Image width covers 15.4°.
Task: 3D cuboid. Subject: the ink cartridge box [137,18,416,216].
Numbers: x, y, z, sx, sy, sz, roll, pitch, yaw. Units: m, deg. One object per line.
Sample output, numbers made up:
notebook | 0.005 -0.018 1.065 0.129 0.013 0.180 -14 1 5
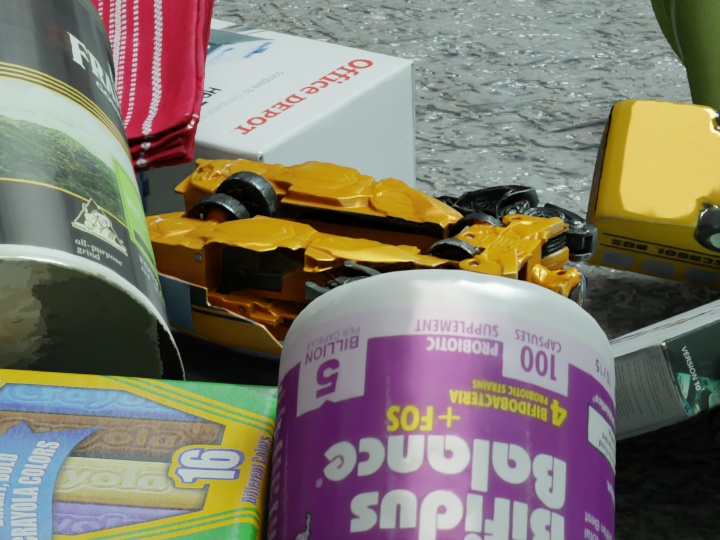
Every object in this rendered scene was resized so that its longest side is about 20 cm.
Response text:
ink cartridge box | -0.092 -0.063 1.315 0.199 0.086 0.146 13 28 28

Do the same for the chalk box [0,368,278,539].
chalk box | -0.129 0.113 0.896 0.199 0.125 0.124 5 26 5

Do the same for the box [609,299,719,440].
box | 0.154 0.031 1.106 0.199 0.037 0.144 -20 0 -35

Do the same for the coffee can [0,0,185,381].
coffee can | -0.155 -0.013 1.031 0.146 0.147 0.200 -4 42 -12

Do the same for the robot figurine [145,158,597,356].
robot figurine | 0.000 0.000 1.115 0.199 0.059 0.145 11 27 22

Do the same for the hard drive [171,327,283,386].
hard drive | -0.054 0.047 1.132 0.134 0.043 0.200 2 25 2

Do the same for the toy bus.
toy bus | 0.206 -0.024 1.224 0.199 0.078 0.065 11 66 2

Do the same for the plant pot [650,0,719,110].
plant pot | 0.238 -0.105 1.331 0.199 0.201 0.190 4 37 6

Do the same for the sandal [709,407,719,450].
sandal | 0.229 0.073 1.060 0.200 0.058 0.080 3 -6 34

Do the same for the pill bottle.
pill bottle | 0.024 0.110 0.834 0.112 0.112 0.201 2 63 1

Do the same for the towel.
towel | -0.162 -0.084 1.238 0.199 0.023 0.145 -11 40 12
